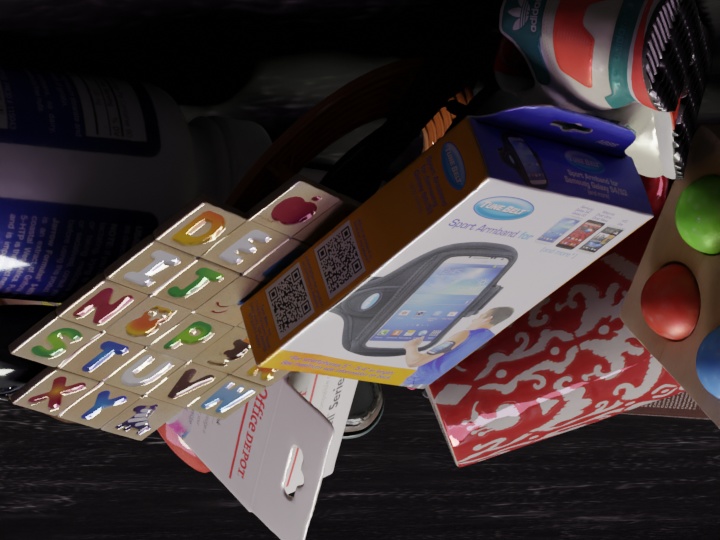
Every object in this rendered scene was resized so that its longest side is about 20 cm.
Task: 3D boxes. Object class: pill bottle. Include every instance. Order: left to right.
[{"bbox_3d":[-0.150,-0.042,1.242,0.199,0.120,0.120,6,165,-26],"label":"pill bottle"}]

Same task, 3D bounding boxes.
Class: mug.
[{"bbox_3d":[0.121,0.010,1.418,0.199,0.178,0.133,-22,-171,0],"label":"mug"}]

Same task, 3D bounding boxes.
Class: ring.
[{"bbox_3d":[-0.011,-0.027,1.261,0.200,0.019,0.201,-36,155,-20],"label":"ring"}]

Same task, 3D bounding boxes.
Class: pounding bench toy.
[{"bbox_3d":[0.246,-0.024,1.246,0.155,0.124,0.201,-1,124,-33],"label":"pounding bench toy"}]

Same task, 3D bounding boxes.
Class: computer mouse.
[{"bbox_3d":[0.059,-0.045,1.252,0.140,0.046,0.200,-47,154,9],"label":"computer mouse"}]

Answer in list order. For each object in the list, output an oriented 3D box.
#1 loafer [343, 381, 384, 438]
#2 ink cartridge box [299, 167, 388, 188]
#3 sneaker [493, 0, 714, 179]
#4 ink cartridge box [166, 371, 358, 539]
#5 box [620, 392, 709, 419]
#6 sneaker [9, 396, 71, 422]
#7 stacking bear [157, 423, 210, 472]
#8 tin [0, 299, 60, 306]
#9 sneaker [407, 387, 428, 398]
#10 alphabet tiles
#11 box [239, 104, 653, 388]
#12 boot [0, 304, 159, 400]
[{"bbox_3d":[-0.074,0.045,1.599,0.200,0.072,0.063,30,159,8],"label":"loafer"},{"bbox_3d":[0.000,0.000,1.524,0.199,0.083,0.147,8,163,-34],"label":"ink cartridge box"},{"bbox_3d":[0.118,-0.099,1.182,0.093,0.071,0.200,14,173,14],"label":"sneaker"},{"bbox_3d":[-0.065,0.054,1.396,0.067,0.200,0.117,-23,144,-36],"label":"ink cartridge box"},{"bbox_3d":[0.189,0.052,1.715,0.199,0.075,0.100,3,-158,-27],"label":"box"},{"bbox_3d":[-0.208,0.052,1.515,0.070,0.076,0.200,-2,-149,-28],"label":"sneaker"},{"bbox_3d":[-0.052,0.049,1.693,0.199,0.122,0.114,-18,143,25],"label":"stacking bear"},{"bbox_3d":[-0.169,0.003,1.389,0.042,0.112,0.200,-33,-148,-26],"label":"tin"},{"bbox_3d":[0.128,0.064,1.856,0.199,0.081,0.075,6,-178,4],"label":"sneaker"},{"bbox_3d":[-0.073,0.023,1.204,0.200,0.006,0.166,-37,146,23],"label":"alphabet tiles"},{"bbox_3d":[0.048,-0.010,1.172,0.119,0.042,0.200,10,144,-42],"label":"box"},{"bbox_3d":[-0.225,0.036,1.259,0.199,0.066,0.165,-2,-170,-37],"label":"boot"}]
